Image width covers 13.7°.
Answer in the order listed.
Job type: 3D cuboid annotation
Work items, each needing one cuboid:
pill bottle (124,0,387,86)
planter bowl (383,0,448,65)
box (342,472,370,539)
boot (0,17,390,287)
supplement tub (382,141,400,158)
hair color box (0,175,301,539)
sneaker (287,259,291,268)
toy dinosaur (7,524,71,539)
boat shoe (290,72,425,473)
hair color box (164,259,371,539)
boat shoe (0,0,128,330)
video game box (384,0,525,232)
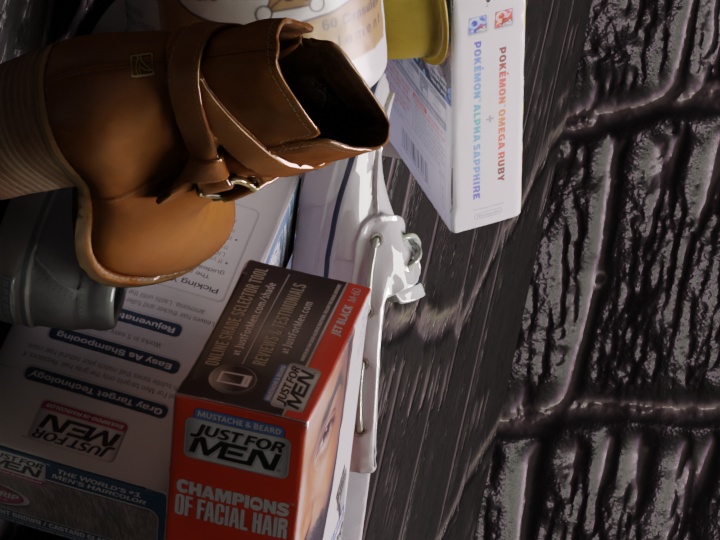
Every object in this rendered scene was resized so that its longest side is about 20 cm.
[{"bbox_3d":[-0.052,-0.174,1.289,0.114,0.114,0.201,-58,145,-63],"label":"pill bottle"},{"bbox_3d":[-0.036,-0.175,1.423,0.200,0.083,0.201,156,-90,-82],"label":"planter bowl"},{"bbox_3d":[-0.067,0.185,1.650,0.200,0.106,0.153,-78,-175,-73],"label":"box"},{"bbox_3d":[-0.057,-0.053,1.222,0.200,0.154,0.077,37,47,-57],"label":"boot"},{"bbox_3d":[0.031,-0.178,1.797,0.132,0.131,0.201,70,35,-73],"label":"supplement tub"},{"bbox_3d":[-0.103,0.030,1.379,0.061,0.099,0.201,97,11,-49],"label":"hair color box"},{"bbox_3d":[-0.071,0.005,1.648,0.200,0.092,0.076,-125,-167,-73],"label":"sneaker"},{"bbox_3d":[-0.132,0.155,1.418,0.136,0.101,0.201,88,15,-82],"label":"toy dinosaur"},{"bbox_3d":[0.000,0.000,1.450,0.074,0.066,0.201,-60,161,-80],"label":"boat shoe"},{"bbox_3d":[-0.045,0.112,1.332,0.111,0.064,0.201,-64,163,-55],"label":"hair color box"},{"bbox_3d":[-0.104,-0.052,1.352,0.200,0.068,0.072,-67,167,-46],"label":"boat shoe"},{"bbox_3d":[0.026,-0.151,1.526,0.200,0.047,0.183,-122,-159,-47],"label":"video game box"}]
